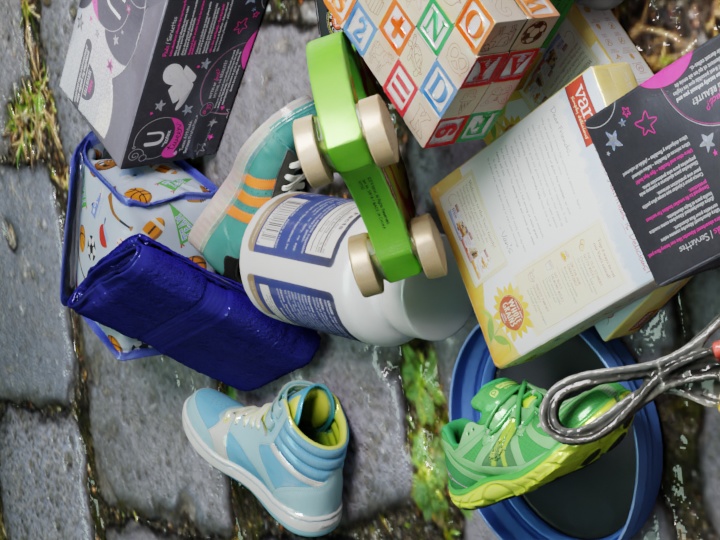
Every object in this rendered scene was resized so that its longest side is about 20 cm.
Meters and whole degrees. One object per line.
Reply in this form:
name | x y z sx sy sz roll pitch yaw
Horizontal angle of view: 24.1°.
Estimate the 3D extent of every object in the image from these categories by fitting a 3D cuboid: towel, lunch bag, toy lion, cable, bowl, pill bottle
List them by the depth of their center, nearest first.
cable | 0.212 0.065 1.095 0.198 0.050 0.098 -5 86 12
toy lion | 0.003 -0.095 1.217 0.201 0.068 0.193 64 -168 -49
bowl | 0.146 0.123 1.267 0.200 0.039 0.203 18 113 48
pill bottle | 0.000 0.000 1.362 0.199 0.110 0.112 12 108 50
towel | -0.147 0.038 1.512 0.147 0.199 0.050 -26 41 52
lunch bag | -0.225 -0.031 1.636 0.200 0.123 0.172 42 130 53

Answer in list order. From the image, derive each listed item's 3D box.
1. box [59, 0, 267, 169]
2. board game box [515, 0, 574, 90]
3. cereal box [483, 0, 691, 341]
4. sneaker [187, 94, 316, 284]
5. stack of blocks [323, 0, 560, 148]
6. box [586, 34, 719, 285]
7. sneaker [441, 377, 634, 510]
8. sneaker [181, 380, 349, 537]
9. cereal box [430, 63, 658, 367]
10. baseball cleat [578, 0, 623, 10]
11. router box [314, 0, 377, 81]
box | -0.183 -0.215 1.536 0.132 0.114 0.201 50 133 31
board game box | 0.077 -0.246 1.155 0.201 0.040 0.154 56 138 27
cereal box | 0.171 -0.072 1.186 0.201 0.039 0.144 61 140 20
sneaker | -0.076 -0.066 1.486 0.080 0.071 0.200 45 129 11
stack of blocks | 0.037 -0.197 1.138 0.201 0.058 0.116 57 139 26
box | 0.257 -0.086 0.988 0.200 0.131 0.116 -31 78 50
sneaker | 0.116 0.115 1.212 0.200 0.074 0.084 -32 78 50
sneaker | -0.080 0.134 1.527 0.199 0.079 0.132 34 127 30
cereal box | 0.137 -0.033 1.161 0.200 0.039 0.145 -35 70 51
baseball cleat | 0.155 -0.278 1.116 0.106 0.069 0.202 169 90 -72
router box | 0.043 -0.229 1.288 0.199 0.062 0.152 -4 95 52
